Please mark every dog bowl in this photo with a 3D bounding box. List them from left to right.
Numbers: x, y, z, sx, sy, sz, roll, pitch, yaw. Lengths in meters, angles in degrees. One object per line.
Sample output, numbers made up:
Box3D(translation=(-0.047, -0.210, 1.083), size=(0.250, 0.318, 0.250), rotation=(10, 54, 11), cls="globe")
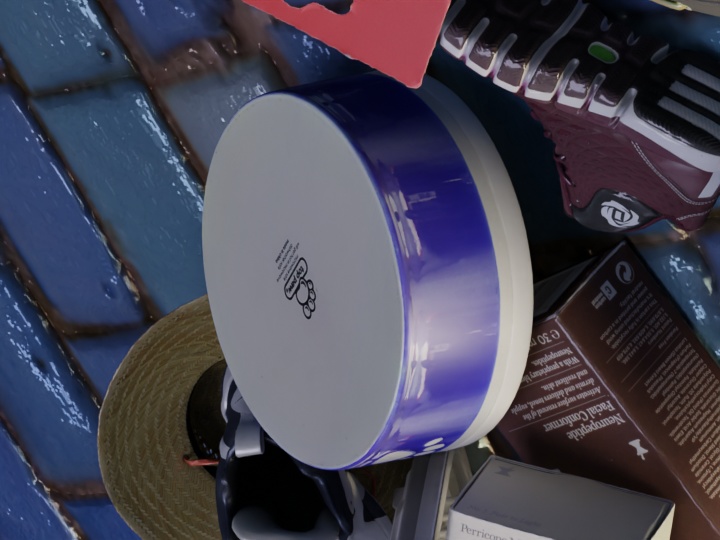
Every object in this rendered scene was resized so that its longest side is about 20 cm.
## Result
Box3D(translation=(0.000, 0.000, 1.531), size=(0.200, 0.079, 0.200), rotation=(25, 120, 53), cls="dog bowl")

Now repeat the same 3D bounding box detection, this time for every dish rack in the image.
Box3D(translation=(0.049, 0.212, 1.677), size=(0.044, 0.172, 0.200), rotation=(-6, 123, 14), cls="dish rack")

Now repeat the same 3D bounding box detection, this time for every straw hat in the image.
Box3D(translation=(-0.061, 0.081, 1.724), size=(0.085, 0.201, 0.201), rotation=(-114, 1, -64), cls="straw hat")

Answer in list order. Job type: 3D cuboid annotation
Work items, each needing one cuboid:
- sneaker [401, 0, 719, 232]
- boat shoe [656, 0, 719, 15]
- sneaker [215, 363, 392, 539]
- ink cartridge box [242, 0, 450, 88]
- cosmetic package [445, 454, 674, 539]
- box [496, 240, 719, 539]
Box3D(translation=(0.091, -0.078, 1.442), size=(0.200, 0.076, 0.116), rotation=(33, 145, 16), cls="sneaker")
Box3D(translation=(0.193, -0.139, 1.280), size=(0.202, 0.072, 0.060), rotation=(12, 166, 24), cls="boat shoe")
Box3D(translation=(-0.032, 0.147, 1.631), size=(0.079, 0.130, 0.199), rotation=(-6, 116, 11), cls="sneaker")
Box3D(translation=(-0.014, -0.204, 1.378), size=(0.161, 0.050, 0.200), rotation=(29, 111, 22), cls="ink cartridge box")
Box3D(translation=(0.092, 0.207, 1.524), size=(0.103, 0.073, 0.200), rotation=(13, 115, 18), cls="cosmetic package")
Box3D(translation=(0.148, 0.093, 1.547), size=(0.200, 0.075, 0.100), rotation=(51, 143, -9), cls="box")
